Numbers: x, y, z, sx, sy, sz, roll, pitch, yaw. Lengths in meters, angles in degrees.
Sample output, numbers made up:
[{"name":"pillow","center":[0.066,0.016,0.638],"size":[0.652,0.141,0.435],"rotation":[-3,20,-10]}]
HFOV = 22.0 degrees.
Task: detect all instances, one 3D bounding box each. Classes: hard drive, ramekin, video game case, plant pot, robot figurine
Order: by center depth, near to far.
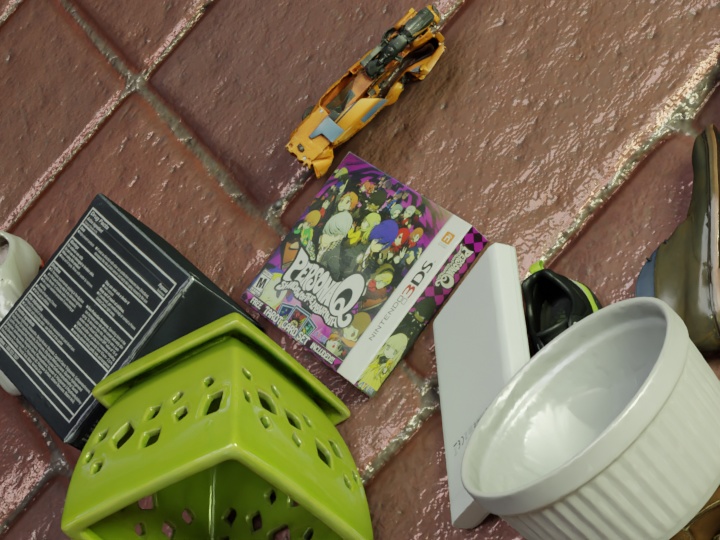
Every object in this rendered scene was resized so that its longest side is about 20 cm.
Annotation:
[{"name":"ramekin","center":[0.182,0.126,1.358],"size":[0.200,0.105,0.200],"rotation":[-40,16,14]},{"name":"hard drive","center":[0.103,0.096,1.547],"size":[0.132,0.027,0.201],"rotation":[124,149,-48]},{"name":"plant pot","center":[-0.121,0.164,1.620],"size":[0.199,0.200,0.182],"rotation":[-27,41,25]},{"name":"video game case","center":[0.000,0.000,1.733],"size":[0.181,0.036,0.200],"rotation":[-53,43,-2]},{"name":"robot figurine","center":[0.010,-0.176,1.796],"size":[0.200,0.058,0.145],"rotation":[-44,3,1]}]

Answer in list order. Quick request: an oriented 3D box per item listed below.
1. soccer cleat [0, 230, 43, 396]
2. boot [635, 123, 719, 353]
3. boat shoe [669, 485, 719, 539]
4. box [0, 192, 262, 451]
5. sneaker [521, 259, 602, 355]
[{"name":"soccer cleat","center":[-0.381,0.045,1.994],"size":[0.069,0.078,0.201],"rotation":[-28,49,23]},{"name":"boot","center":[0.263,-0.023,1.500],"size":[0.097,0.075,0.201],"rotation":[-17,55,28]},{"name":"boat shoe","center":[0.236,0.204,1.386],"size":[0.200,0.072,0.068],"rotation":[-35,49,30]},{"name":"box","center":[-0.235,0.066,1.825],"size":[0.199,0.123,0.200],"rotation":[-52,45,1]},{"name":"sneaker","center":[0.167,0.079,1.507],"size":[0.072,0.083,0.200],"rotation":[-32,47,20]}]
